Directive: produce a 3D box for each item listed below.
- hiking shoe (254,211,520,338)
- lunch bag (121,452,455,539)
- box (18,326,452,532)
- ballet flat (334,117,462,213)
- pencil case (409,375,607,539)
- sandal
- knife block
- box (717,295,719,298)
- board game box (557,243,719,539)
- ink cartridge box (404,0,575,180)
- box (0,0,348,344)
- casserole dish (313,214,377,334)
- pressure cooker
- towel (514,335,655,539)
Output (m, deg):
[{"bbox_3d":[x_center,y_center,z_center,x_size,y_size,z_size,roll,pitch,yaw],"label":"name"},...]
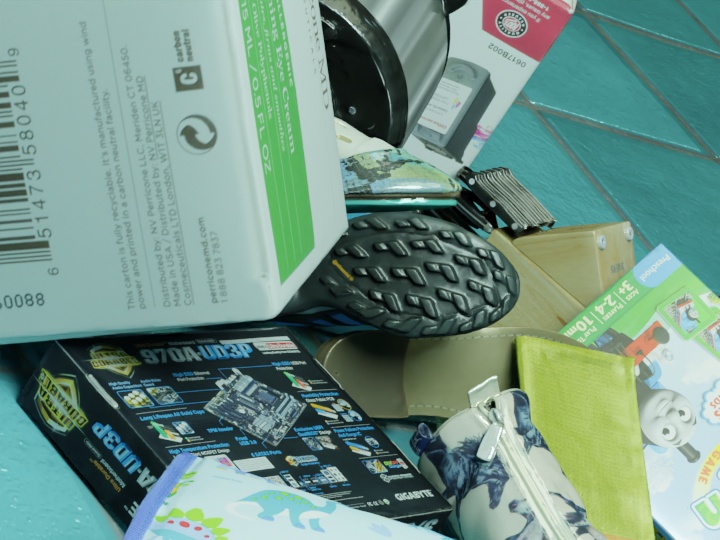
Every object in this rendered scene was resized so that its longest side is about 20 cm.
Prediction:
[{"bbox_3d":[0.000,0.000,1.443,0.200,0.074,0.087,4,1,13],"label":"hiking shoe"},{"bbox_3d":[-0.036,0.178,1.050,0.170,0.128,0.200,16,13,4],"label":"lunch bag"},{"bbox_3d":[-0.064,0.100,1.307,0.159,0.046,0.200,45,26,27],"label":"box"},{"bbox_3d":[-0.040,-0.060,1.445,0.200,0.074,0.074,-6,23,8],"label":"ballet flat"},{"bbox_3d":[0.106,0.158,1.341,0.200,0.078,0.089,57,-9,30],"label":"pencil case"},{"bbox_3d":[0.061,0.069,1.506,0.212,0.078,0.070,8,-2,-23],"label":"sandal"},{"bbox_3d":[0.105,0.023,1.677,0.064,0.175,0.200,-14,96,-58],"label":"knife block"},{"bbox_3d":[0.322,0.097,1.616,0.160,0.044,0.200,55,-19,-18],"label":"box"},{"bbox_3d":[0.213,0.099,1.558,0.151,0.037,0.200,-39,75,-24],"label":"board game box"},{"bbox_3d":[0.042,-0.157,1.728,0.148,0.200,0.086,29,23,-10],"label":"ink cartridge box"},{"bbox_3d":[-0.129,-0.082,1.287,0.200,0.199,0.171,-5,16,14],"label":"box"},{"bbox_3d":[-0.030,-0.018,1.591,0.121,0.039,0.200,9,33,-44],"label":"casserole dish"},{"bbox_3d":[-0.036,-0.142,1.552,0.176,0.179,0.200,21,30,6],"label":"pressure cooker"},{"bbox_3d":[0.138,0.131,1.437,0.086,0.018,0.200,14,53,-24],"label":"towel"}]
